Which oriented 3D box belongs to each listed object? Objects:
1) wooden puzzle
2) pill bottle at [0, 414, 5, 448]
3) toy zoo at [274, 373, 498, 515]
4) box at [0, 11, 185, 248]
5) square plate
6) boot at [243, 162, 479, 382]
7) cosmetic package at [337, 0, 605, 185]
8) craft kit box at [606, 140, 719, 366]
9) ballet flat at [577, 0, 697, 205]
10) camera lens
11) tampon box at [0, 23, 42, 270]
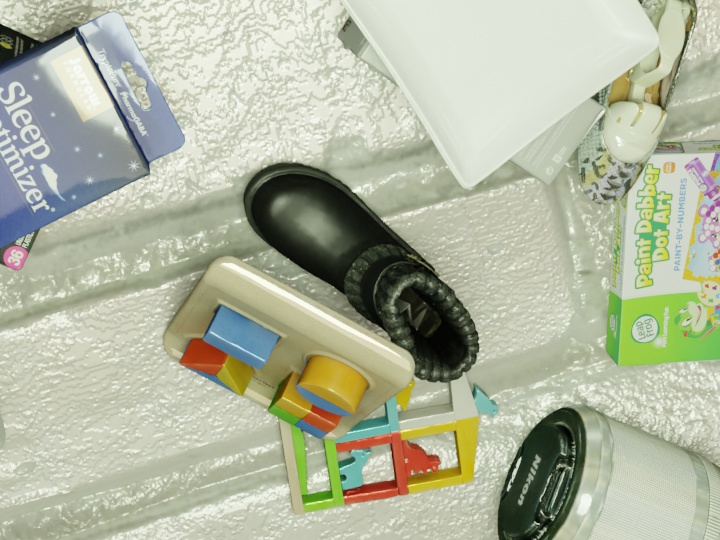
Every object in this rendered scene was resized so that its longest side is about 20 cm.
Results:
[{"bbox_3d":[-0.069,0.079,1.399,0.185,0.200,0.046,29,62,-7],"label":"wooden puzzle"},{"bbox_3d":[-0.408,0.149,1.413,0.199,0.111,0.111,-30,112,3],"label":"pill bottle"},{"bbox_3d":[0.027,0.143,1.530,0.199,0.020,0.132,-9,111,-5],"label":"toy zoo"},{"bbox_3d":[-0.242,-0.097,1.257,0.199,0.032,0.122,-27,111,-1],"label":"box"},{"bbox_3d":[0.105,-0.200,1.308,0.200,0.028,0.198,-37,107,-6],"label":"square plate"},{"bbox_3d":[0.002,-0.002,1.399,0.211,0.158,0.080,32,102,-19],"label":"boot"},{"bbox_3d":[0.087,-0.163,1.383,0.200,0.107,0.090,35,98,-20],"label":"cosmetic package"},{"bbox_3d":[0.323,-0.018,1.510,0.196,0.049,0.201,-2,110,-6],"label":"craft kit box"},{"bbox_3d":[0.231,-0.152,1.405,0.072,0.072,0.201,16,91,-15],"label":"ballet flat"},{"bbox_3d":[0.235,0.222,1.519,0.199,0.160,0.160,24,105,-16],"label":"camera lens"},{"bbox_3d":[-0.325,-0.120,1.319,0.199,0.126,0.150,23,105,-17],"label":"tampon box"}]
